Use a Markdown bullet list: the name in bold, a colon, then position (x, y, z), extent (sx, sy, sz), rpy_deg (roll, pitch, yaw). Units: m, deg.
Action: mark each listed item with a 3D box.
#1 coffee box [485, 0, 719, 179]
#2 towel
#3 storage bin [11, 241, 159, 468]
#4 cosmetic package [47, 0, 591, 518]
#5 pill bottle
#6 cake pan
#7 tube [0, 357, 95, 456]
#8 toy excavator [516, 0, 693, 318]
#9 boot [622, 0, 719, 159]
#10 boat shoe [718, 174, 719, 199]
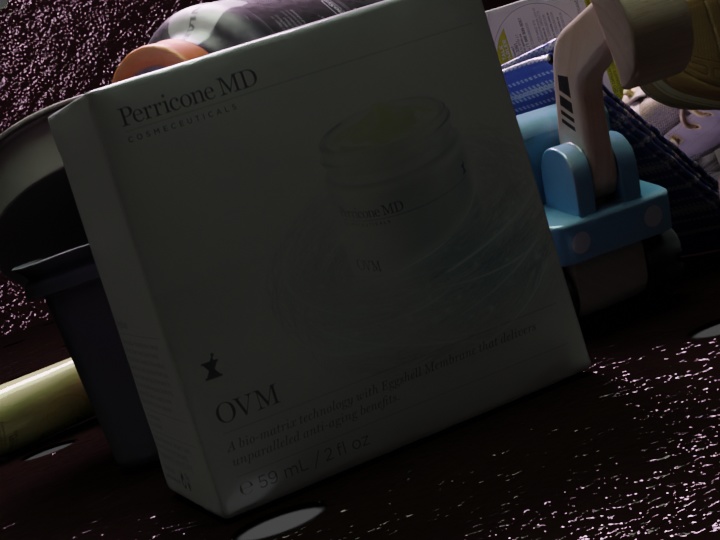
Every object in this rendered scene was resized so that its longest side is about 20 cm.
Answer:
- **coffee box**: position (0.157, -0.117, 1.218), extent (0.196, 0.202, 0.199), rpy_deg (-20, 4, -19)
- **towel**: position (0.144, -0.067, 0.948), extent (0.144, 0.199, 0.024), rpy_deg (-14, 46, 56)
- **storage bin**: position (-0.084, 0.028, 0.884), extent (0.198, 0.136, 0.146), rpy_deg (-18, 5, 11)
- **cosmetic package**: position (-0.022, -0.015, 0.735), extent (0.198, 0.202, 0.123), rpy_deg (-20, 5, -19)
- **pill bottle**: position (-0.058, -0.107, 0.877), extent (0.105, 0.107, 0.199), rpy_deg (-15, 5, 33)
- **cake pan**: position (-0.157, -0.044, 0.970), extent (0.198, 0.037, 0.201), rpy_deg (-15, -28, -8)
- **tube**: position (-0.241, 0.101, 1.150), extent (0.199, 0.052, 0.058), rpy_deg (-22, 5, -33)
- **toy excavator**: position (0.116, -0.066, 0.824), extent (0.099, 0.202, 0.194), rpy_deg (-19, 19, -19)
- **boot**: position (0.210, -0.115, 0.945), extent (0.199, 0.074, 0.155), rpy_deg (-15, -8, -36)
- **boat shoe**: position (0.286, -0.045, 0.776), extent (0.198, 0.075, 0.073), rpy_deg (-3, 3, 38)
